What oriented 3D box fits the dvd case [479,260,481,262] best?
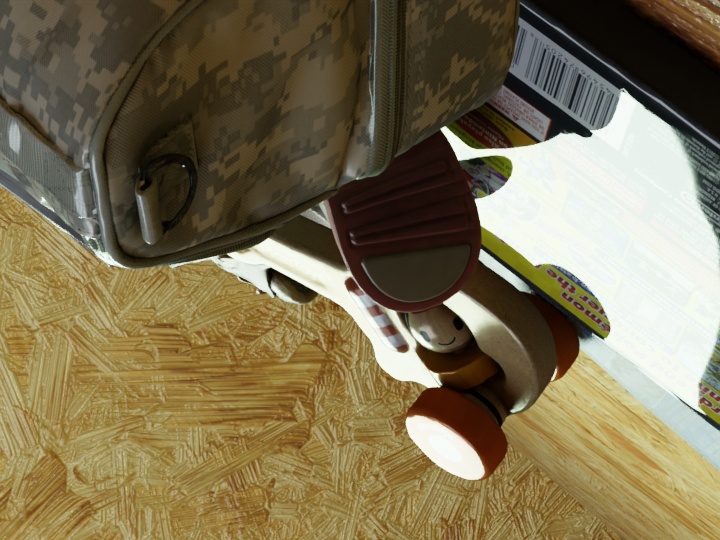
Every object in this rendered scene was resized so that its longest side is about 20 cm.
[{"bbox_3d":[0.069,-0.008,1.187,0.148,0.016,0.200,8,-166,-35],"label":"dvd case"}]

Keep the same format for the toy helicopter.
[{"bbox_3d":[0.000,0.000,0.902,0.200,0.079,0.132,26,153,28],"label":"toy helicopter"}]

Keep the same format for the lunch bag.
[{"bbox_3d":[-0.074,-0.100,0.595,0.200,0.168,0.140,36,143,29],"label":"lunch bag"}]

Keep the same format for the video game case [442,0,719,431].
[{"bbox_3d":[0.109,-0.020,0.752,0.200,0.026,0.181,38,157,13],"label":"video game case"}]

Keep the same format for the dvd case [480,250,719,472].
[{"bbox_3d":[0.110,0.004,0.861,0.200,0.018,0.143,42,162,5],"label":"dvd case"}]

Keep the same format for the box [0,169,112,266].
[{"bbox_3d":[-0.145,-0.099,0.916,0.158,0.048,0.200,37,-160,-11],"label":"box"}]

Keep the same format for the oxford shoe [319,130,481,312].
[{"bbox_3d":[-0.010,-0.084,0.750,0.075,0.070,0.201,-124,21,-66],"label":"oxford shoe"}]

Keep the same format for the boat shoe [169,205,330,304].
[{"bbox_3d":[-0.044,-0.015,1.030,0.200,0.072,0.072,-15,99,52],"label":"boat shoe"}]
